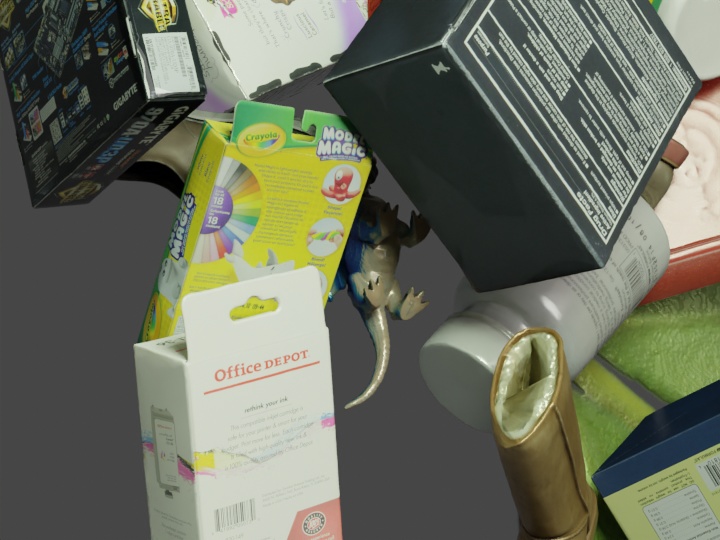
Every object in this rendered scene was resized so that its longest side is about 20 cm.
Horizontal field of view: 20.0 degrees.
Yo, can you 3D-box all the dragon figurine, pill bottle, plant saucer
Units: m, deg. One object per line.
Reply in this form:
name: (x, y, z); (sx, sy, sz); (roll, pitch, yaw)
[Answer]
dragon figurine: (0.000, 0.000, 1.494); (0.059, 0.099, 0.201); (5, 88, -34)
pill bottle: (0.229, -0.242, 1.657); (0.113, 0.113, 0.200); (-4, 31, -35)
plant saucer: (0.263, -0.087, 1.653); (0.199, 0.037, 0.200); (-16, 79, -3)
pill bottle: (0.136, 0.024, 1.538); (0.114, 0.114, 0.200); (49, 59, -8)

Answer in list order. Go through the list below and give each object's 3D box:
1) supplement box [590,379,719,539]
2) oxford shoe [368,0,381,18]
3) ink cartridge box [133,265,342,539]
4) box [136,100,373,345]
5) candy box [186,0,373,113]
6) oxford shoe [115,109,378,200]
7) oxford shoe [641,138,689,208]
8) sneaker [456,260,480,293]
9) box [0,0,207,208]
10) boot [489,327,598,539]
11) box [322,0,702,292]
supplement box: (0.322, 0.179, 1.534); (0.200, 0.200, 0.134); (59, 33, -1)
oxford shoe: (0.055, -0.174, 1.502); (0.072, 0.071, 0.201); (-1, 73, -29)
ink cartridge box: (-0.081, 0.099, 1.347); (0.116, 0.067, 0.201); (-13, 106, -37)
box: (-0.070, -0.021, 1.387); (0.117, 0.200, 0.048); (7, 24, -32)
candy box: (-0.070, -0.217, 1.526); (0.200, 0.071, 0.168); (-27, 88, -39)
oxford shoe: (-0.088, -0.070, 1.439); (0.199, 0.073, 0.085); (9, 71, -1)
oxford shoe: (0.155, -0.108, 1.612); (0.200, 0.070, 0.075); (27, 94, 16)
sneaker: (0.111, -0.066, 1.512); (0.200, 0.112, 0.071); (-97, 163, -55)
box: (-0.179, -0.148, 1.344); (0.046, 0.200, 0.159); (-6, 74, -33)
boot: (0.122, 0.167, 1.437); (0.200, 0.066, 0.175); (73, 21, -49)
box: (0.108, -0.128, 1.396); (0.200, 0.123, 0.199); (52, 48, -23)
